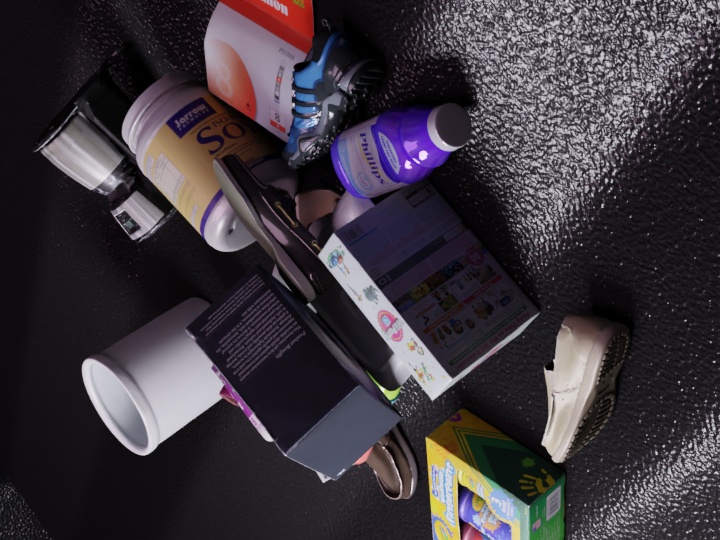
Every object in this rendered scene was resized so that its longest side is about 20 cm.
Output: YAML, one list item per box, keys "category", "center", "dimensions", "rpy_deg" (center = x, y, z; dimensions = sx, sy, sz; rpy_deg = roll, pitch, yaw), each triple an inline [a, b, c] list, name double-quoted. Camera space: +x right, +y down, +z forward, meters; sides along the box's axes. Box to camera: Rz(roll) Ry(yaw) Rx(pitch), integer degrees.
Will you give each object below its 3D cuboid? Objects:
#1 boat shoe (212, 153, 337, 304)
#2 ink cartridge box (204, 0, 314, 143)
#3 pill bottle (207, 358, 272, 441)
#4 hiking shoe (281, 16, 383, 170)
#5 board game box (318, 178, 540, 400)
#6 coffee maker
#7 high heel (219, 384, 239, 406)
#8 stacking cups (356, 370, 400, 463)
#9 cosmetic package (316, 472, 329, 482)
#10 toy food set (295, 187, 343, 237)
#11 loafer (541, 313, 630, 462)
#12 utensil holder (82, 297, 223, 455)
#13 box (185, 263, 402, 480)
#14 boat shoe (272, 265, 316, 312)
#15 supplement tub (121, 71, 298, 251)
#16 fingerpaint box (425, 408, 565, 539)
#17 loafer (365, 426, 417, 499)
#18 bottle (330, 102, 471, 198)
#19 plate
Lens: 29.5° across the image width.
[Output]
- category: "boat shoe"
  center: [-0.097, -0.057, 1.583]
  dimensions: [0.202, 0.060, 0.072]
  rpy_deg: [54, 166, 8]
- category: "ink cartridge box"
  center: [-0.119, -0.262, 1.589]
  dimensions: [0.162, 0.050, 0.201]
  rpy_deg: [35, 147, 32]
- category: "pill bottle"
  center: [-0.147, 0.133, 1.942]
  dimensions: [0.200, 0.112, 0.112]
  rpy_deg: [52, 150, 7]
- category: "hiking shoe"
  center: [-0.044, -0.193, 1.532]
  dimensions: [0.087, 0.074, 0.200]
  rpy_deg: [52, 139, 11]
- category: "board game box"
  center: [0.074, 0.016, 1.477]
  dimensions: [0.200, 0.147, 0.064]
  rpy_deg: [51, 147, 10]
- category: "coffee maker"
  center: [-0.310, -0.170, 1.860]
  dimensions: [0.200, 0.192, 0.135]
  rpy_deg: [42, 176, -18]
- category: "high heel"
  center: [-0.120, 0.230, 2.011]
  dimensions: [0.200, 0.096, 0.067]
  rpy_deg: [51, 150, 9]
- category: "stacking cups"
  center: [0.015, 0.163, 1.725]
  dimensions: [0.060, 0.060, 0.201]
  rpy_deg: [40, 126, 26]
- category: "cosmetic package"
  center: [-0.057, 0.191, 1.857]
  dimensions: [0.051, 0.082, 0.201]
  rpy_deg: [47, 165, 52]
- category: "toy food set"
  center: [0.000, 0.000, 1.655]
  dimensions: [0.200, 0.060, 0.144]
  rpy_deg: [33, 142, 36]
- category: "loafer"
  center: [0.227, 0.118, 1.435]
  dimensions: [0.068, 0.075, 0.201]
  rpy_deg: [39, 136, 29]
- category: "utensil holder"
  center: [-0.294, 0.157, 2.091]
  dimensions: [0.170, 0.200, 0.171]
  rpy_deg: [36, 145, 32]
- category: "box"
  center: [-0.072, 0.123, 1.608]
  dimensions: [0.199, 0.123, 0.200]
  rpy_deg: [49, -179, 22]
- category: "boat shoe"
  center: [-0.095, 0.054, 1.831]
  dimensions: [0.064, 0.070, 0.201]
  rpy_deg: [42, 142, 49]
- category: "supplement tub"
  center: [-0.189, -0.138, 1.712]
  dimensions: [0.200, 0.145, 0.146]
  rpy_deg: [45, 148, 17]
- category: "fingerpaint box"
  center: [0.166, 0.296, 1.685]
  dimensions: [0.167, 0.073, 0.201]
  rpy_deg: [31, 141, 36]
- category: "loafer"
  center: [0.014, 0.230, 1.843]
  dimensions: [0.073, 0.071, 0.201]
  rpy_deg: [6, 124, 53]
- category: "bottle"
  center: [0.044, -0.132, 1.459]
  dimensions: [0.200, 0.065, 0.084]
  rpy_deg: [-14, 103, 58]
- category: "plate"
  center: [0.008, 0.030, 1.599]
  dimensions: [0.200, 0.032, 0.200]
  rpy_deg: [49, 139, 9]
